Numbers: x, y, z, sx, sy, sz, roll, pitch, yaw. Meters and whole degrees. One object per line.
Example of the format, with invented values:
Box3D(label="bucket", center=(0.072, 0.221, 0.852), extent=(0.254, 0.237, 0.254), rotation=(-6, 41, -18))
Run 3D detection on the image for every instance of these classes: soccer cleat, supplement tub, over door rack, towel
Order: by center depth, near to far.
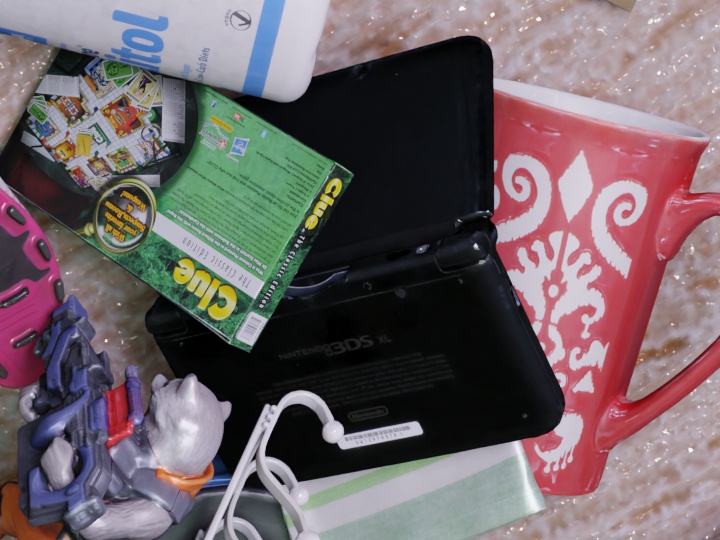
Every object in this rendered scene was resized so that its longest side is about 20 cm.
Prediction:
Box3D(label="over door rack", center=(-0.079, 0.171, 1.255), extent=(0.066, 0.148, 0.200), rotation=(34, 51, 5))
Box3D(label="supplement tub", center=(-0.110, -0.169, 1.272), extent=(0.198, 0.132, 0.133), rotation=(13, 95, -3))
Box3D(label="towel", center=(-0.003, 0.058, 1.337), extent=(0.152, 0.023, 0.201), rotation=(-25, 82, 27))
Box3D(label="soccer cleat", center=(-0.218, -0.030, 1.340), extent=(0.070, 0.086, 0.201), rotation=(-36, 125, -23))

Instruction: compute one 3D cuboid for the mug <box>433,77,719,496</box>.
Box3D(label="mug", center=(0.110, 0.015, 1.340), extent=(0.133, 0.177, 0.202), rotation=(7, 101, -37))

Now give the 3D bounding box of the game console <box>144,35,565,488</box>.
Box3D(label="game console", center=(0.000, 0.000, 1.309), extent=(0.199, 0.117, 0.177), rotation=(-13, 118, 28))

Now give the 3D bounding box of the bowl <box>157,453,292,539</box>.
Box3D(label="bowl", center=(-0.072, 0.202, 1.398), extent=(0.199, 0.039, 0.203), rotation=(-1, 97, -8))

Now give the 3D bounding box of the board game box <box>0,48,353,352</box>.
Box3D(label="board game box", center=(-0.101, -0.049, 1.304), extent=(0.105, 0.199, 0.023), rotation=(-57, 144, 1))

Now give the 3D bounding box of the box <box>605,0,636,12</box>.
Box3D(label="box", center=(0.136, -0.241, 1.325), extent=(0.120, 0.033, 0.201), rotation=(24, 126, -9))

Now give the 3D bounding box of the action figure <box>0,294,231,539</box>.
Box3D(label="action figure", center=(-0.144, 0.109, 1.292), extent=(0.193, 0.201, 0.105), rotation=(-36, 117, 20))
